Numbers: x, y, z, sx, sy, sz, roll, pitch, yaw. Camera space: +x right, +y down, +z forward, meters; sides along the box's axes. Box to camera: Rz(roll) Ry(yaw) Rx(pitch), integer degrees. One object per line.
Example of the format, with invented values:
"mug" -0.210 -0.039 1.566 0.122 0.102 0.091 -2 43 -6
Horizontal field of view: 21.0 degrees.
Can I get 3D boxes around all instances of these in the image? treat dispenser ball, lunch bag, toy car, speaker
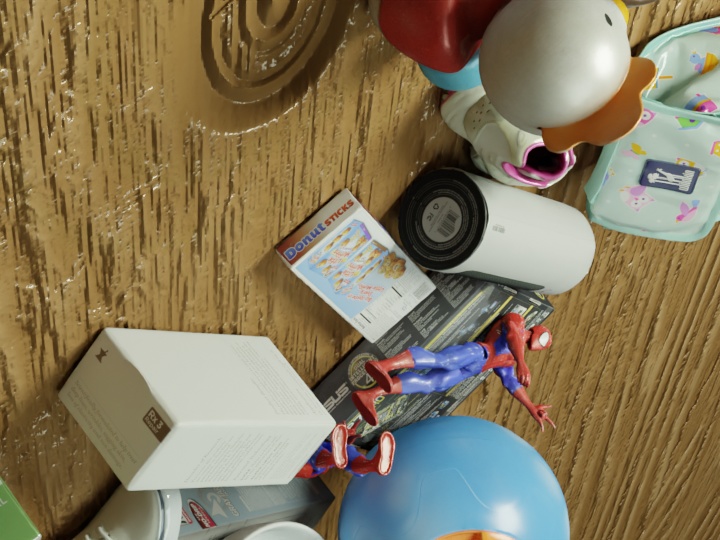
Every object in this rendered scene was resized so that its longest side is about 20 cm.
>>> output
"treat dispenser ball" 0.080 0.226 1.678 0.200 0.201 0.201 -31 153 -18
"lunch bag" 0.286 -0.117 1.608 0.199 0.122 0.171 -19 151 -21
"toy car" 0.122 -0.161 1.226 0.177 0.200 0.184 -38 155 -3
"speaker" 0.113 -0.029 1.561 0.081 0.081 0.200 -48 153 17

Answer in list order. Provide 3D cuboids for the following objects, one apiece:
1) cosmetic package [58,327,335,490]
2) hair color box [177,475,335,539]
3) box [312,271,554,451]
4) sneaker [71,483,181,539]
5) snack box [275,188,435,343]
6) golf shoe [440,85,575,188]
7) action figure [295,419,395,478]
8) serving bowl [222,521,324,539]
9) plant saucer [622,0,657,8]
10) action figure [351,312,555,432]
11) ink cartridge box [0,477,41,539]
"cosmetic package" -0.118 0.103 1.440 0.200 0.102 0.074 6 127 -55
"hair color box" -0.125 0.222 1.663 0.200 0.061 0.099 -7 138 -49
"box" 0.062 0.076 1.695 0.200 0.049 0.161 -46 156 12
"sneaker" -0.211 0.236 1.558 0.071 0.073 0.200 -6 138 -50
"snack box" 0.000 0.000 1.519 0.072 0.024 0.200 -40 154 2
"golf shoe" 0.127 -0.089 1.472 0.075 0.092 0.200 -46 155 9
"action figure" -0.036 0.147 1.592 0.065 0.052 0.200 6 169 -24
"serving bowl" -0.094 0.307 1.621 0.200 0.066 0.201 -2 92 -52
"plant saucer" 0.231 -0.262 1.406 0.200 0.032 0.200 -32 153 -19
"action figure" 0.100 0.095 1.620 0.200 0.099 0.065 -20 148 -38
"ink cartridge box" -0.261 0.182 1.216 0.104 0.059 0.200 -34 173 -23
